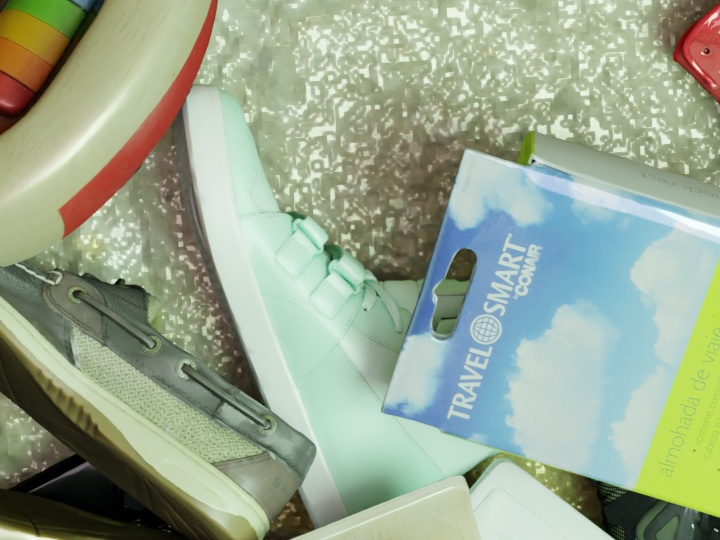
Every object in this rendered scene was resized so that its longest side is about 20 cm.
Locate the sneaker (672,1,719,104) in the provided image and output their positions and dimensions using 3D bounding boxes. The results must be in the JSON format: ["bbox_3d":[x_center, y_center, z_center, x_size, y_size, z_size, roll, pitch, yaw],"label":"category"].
[{"bbox_3d":[0.182,-0.048,1.113,0.115,0.078,0.200,15,92,5],"label":"sneaker"}]

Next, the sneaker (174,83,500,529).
[{"bbox_3d":[0.000,0.000,1.081,0.118,0.074,0.201,-22,104,-4],"label":"sneaker"}]

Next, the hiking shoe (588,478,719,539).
[{"bbox_3d":[0.116,0.056,1.113,0.101,0.076,0.200,18,114,26],"label":"hiking shoe"}]

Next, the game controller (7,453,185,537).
[{"bbox_3d":[-0.154,0.153,1.095,0.200,0.042,0.104,-29,100,-3],"label":"game controller"}]

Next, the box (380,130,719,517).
[{"bbox_3d":[0.120,0.026,1.021,0.200,0.048,0.122,17,110,-1],"label":"box"}]

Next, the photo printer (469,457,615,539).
[{"bbox_3d":[0.085,0.195,1.049,0.200,0.069,0.166,36,68,13],"label":"photo printer"}]

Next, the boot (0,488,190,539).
[{"bbox_3d":[-0.135,0.172,1.044,0.200,0.072,0.155,17,95,-12],"label":"boot"}]

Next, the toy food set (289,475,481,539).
[{"bbox_3d":[0.013,0.192,0.977,0.143,0.060,0.200,-21,69,-8],"label":"toy food set"}]

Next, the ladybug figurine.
[{"bbox_3d":[-0.121,-0.079,1.032,0.200,0.136,0.072,-55,138,-13],"label":"ladybug figurine"}]

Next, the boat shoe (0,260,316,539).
[{"bbox_3d":[-0.104,0.037,1.060,0.200,0.073,0.065,40,69,11],"label":"boat shoe"}]
